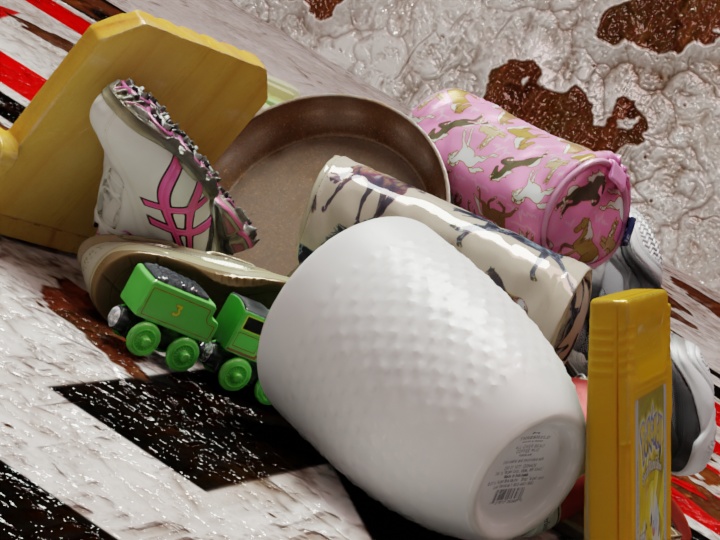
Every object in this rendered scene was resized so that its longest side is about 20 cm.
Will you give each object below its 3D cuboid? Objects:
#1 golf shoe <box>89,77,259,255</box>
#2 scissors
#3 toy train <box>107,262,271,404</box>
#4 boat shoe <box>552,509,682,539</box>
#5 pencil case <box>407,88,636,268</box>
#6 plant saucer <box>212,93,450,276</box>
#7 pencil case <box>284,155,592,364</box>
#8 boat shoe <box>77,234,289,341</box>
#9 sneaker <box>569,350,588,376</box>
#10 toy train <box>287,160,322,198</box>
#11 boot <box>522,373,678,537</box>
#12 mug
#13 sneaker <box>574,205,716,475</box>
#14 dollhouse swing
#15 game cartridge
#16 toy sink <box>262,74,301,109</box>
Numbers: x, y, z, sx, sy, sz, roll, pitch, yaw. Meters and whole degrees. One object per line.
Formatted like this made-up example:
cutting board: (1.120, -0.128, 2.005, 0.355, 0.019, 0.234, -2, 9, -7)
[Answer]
golf shoe: (-0.134, -0.045, 1.630, 0.073, 0.092, 0.200, 50, -5, 33)
scissors: (0.188, 0.130, 1.772, 0.073, 0.014, 0.200, 30, -24, 35)
toy train: (-0.068, 0.048, 1.587, 0.199, 0.057, 0.042, 23, 11, -34)
boat shoe: (0.132, 0.126, 1.724, 0.200, 0.074, 0.076, 33, 10, 21)
pencil case: (0.103, -0.064, 1.744, 0.086, 0.083, 0.200, -7, 21, -31)
plant saucer: (-0.032, -0.029, 1.750, 0.200, 0.200, 0.035, 34, -13, 29)
pencil case: (0.054, 0.003, 1.648, 0.199, 0.090, 0.078, 24, 10, 9)
boat shoe: (-0.088, 0.022, 1.633, 0.199, 0.072, 0.065, 18, 14, -28)
sneaker: (0.125, 0.110, 1.850, 0.199, 0.107, 0.075, 0, 39, -9)
toy train: (0.000, 0.000, 1.808, 0.199, 0.115, 0.087, 24, 0, 27)
boot: (0.114, 0.079, 1.689, 0.144, 0.073, 0.200, -25, 50, -24)
mug: (0.063, 0.079, 1.530, 0.200, 0.148, 0.175, 17, 19, -48)
sneaker: (0.167, 0.055, 1.765, 0.113, 0.075, 0.201, -10, 74, -28)
dollhouse swing: (-0.195, -0.112, 1.691, 0.182, 0.176, 0.200, 36, 12, 37)
game cartridge: (0.164, 0.113, 1.536, 0.032, 0.201, 0.176, 3, 3, 15)
toy sink: (-0.101, -0.110, 2.174, 0.130, 0.112, 0.200, 21, 12, -43)
